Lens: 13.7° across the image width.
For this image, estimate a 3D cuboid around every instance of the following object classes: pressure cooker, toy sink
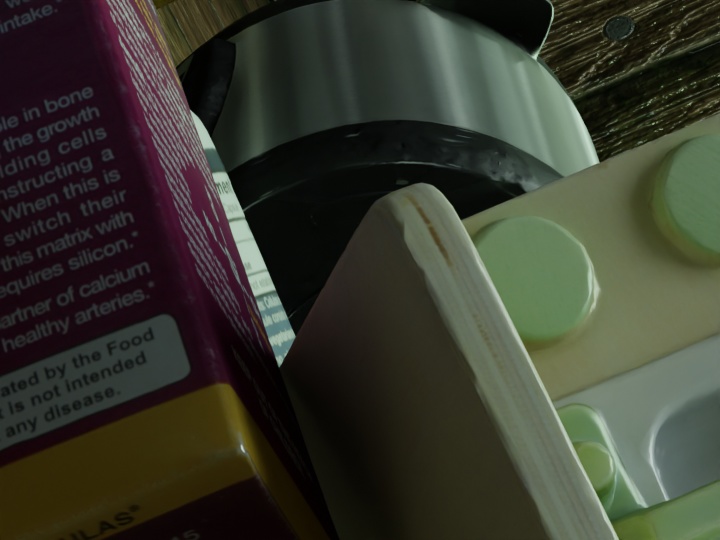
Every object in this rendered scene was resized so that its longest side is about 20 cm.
[{"bbox_3d":[0.002,0.002,1.006,0.200,0.175,0.179,-97,167,-65],"label":"pressure cooker"},{"bbox_3d":[0.061,0.050,0.656,0.131,0.112,0.200,64,-17,13],"label":"toy sink"}]

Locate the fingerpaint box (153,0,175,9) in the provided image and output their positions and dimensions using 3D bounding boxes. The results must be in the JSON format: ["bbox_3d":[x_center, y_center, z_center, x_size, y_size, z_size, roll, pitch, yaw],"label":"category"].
[{"bbox_3d":[-0.109,-0.141,1.069,0.200,0.166,0.074,-102,169,-69],"label":"fingerpaint box"}]

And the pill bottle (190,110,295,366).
[{"bbox_3d":[-0.083,0.016,0.834,0.120,0.119,0.201,-4,71,-86],"label":"pill bottle"}]

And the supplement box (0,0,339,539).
[{"bbox_3d":[-0.095,0.004,0.646,0.103,0.130,0.201,62,7,-57],"label":"supplement box"}]
